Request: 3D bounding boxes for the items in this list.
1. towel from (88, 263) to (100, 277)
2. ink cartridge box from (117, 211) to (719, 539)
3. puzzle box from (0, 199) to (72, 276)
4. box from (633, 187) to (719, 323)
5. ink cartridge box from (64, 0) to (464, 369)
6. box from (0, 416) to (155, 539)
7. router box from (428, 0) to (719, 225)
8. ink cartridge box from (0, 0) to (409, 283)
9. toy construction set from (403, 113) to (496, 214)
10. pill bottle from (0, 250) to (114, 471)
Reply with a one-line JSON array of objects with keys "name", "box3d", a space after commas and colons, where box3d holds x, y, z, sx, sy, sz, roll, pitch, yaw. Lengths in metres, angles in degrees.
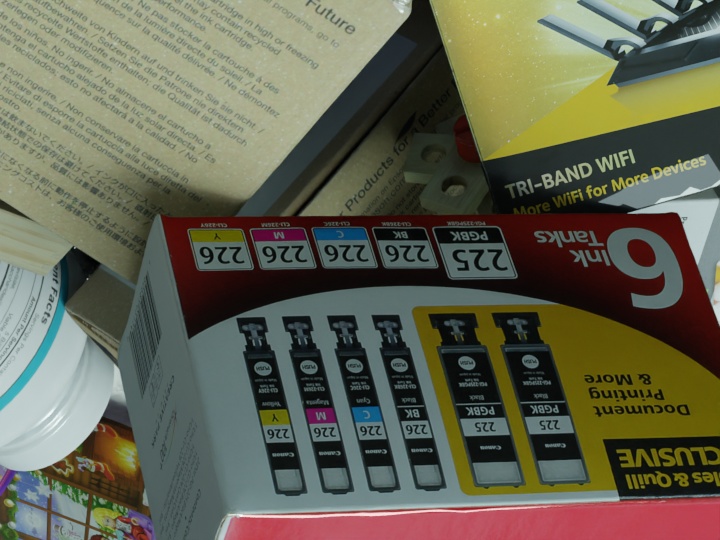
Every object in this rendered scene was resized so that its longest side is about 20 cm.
[{"name": "towel", "box3d": [-0.027, 0.036, 1.356, 0.133, 0.034, 0.200, -27, 135, 2]}, {"name": "ink cartridge box", "box3d": [0.033, 0.070, 1.035, 0.200, 0.176, 0.084, -1, 140, -19]}, {"name": "puzzle box", "box3d": [-0.199, -0.081, 1.105, 0.200, 0.133, 0.025, 22, 126, -37]}, {"name": "box", "box3d": [0.189, 0.013, 1.420, 0.200, 0.041, 0.156, -3, 132, -22]}, {"name": "ink cartridge box", "box3d": [0.000, 0.000, 1.246, 0.200, 0.075, 0.165, -48, 132, -10]}, {"name": "box", "box3d": [-0.122, 0.139, 1.276, 0.137, 0.200, 0.039, 23, 124, -23]}, {"name": "router box", "box3d": [0.125, -0.113, 1.082, 0.200, 0.052, 0.157, -17, 105, 9]}, {"name": "ink cartridge box", "box3d": [-0.102, -0.110, 1.038, 0.200, 0.075, 0.165, 34, 125, -14]}, {"name": "toy construction set", "box3d": [0.068, 0.029, 1.201, 0.131, 0.092, 0.200, -40, 131, -16]}, {"name": "pill bottle", "box3d": [-0.185, 0.005, 1.207, 0.111, 0.111, 0.200, -35, 134, 11]}]
